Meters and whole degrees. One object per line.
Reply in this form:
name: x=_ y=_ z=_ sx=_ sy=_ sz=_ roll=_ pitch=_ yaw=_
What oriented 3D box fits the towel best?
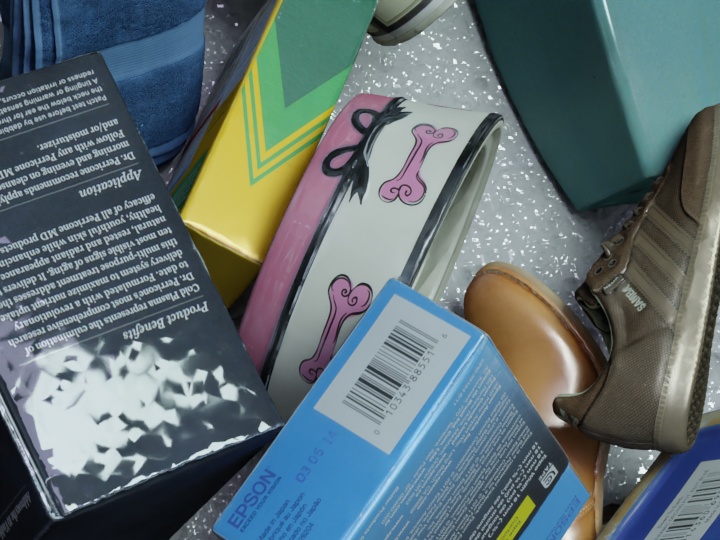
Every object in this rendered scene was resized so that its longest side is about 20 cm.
towel: x=-0.125 y=-0.126 z=1.277 sx=0.112 sy=0.200 sz=0.049 roll=-19 pitch=47 yaw=-27

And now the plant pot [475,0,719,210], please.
plant pot: x=0.155 y=-0.143 z=1.428 sx=0.141 sy=0.141 sz=0.200 roll=-8 pitch=82 yaw=-24

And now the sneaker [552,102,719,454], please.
sneaker: x=0.150 y=-0.003 z=1.316 sx=0.075 sy=0.070 sz=0.200 roll=7 pitch=62 yaw=15

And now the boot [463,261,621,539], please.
boot: x=0.062 y=0.106 z=1.327 sx=0.155 sy=0.077 sz=0.200 roll=-21 pitch=90 yaw=-30

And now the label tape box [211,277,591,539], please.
label tape box: x=0.024 y=0.114 z=1.208 sx=0.063 sy=0.200 sz=0.144 roll=30 pitch=77 yaw=29

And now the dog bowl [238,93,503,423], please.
dog bowl: x=0.000 y=0.000 z=1.281 sx=0.074 sy=0.200 sz=0.200 roll=23 pitch=61 yaw=6

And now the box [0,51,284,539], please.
box: x=-0.156 y=0.037 z=1.193 sx=0.124 sy=0.200 sz=0.197 roll=-20 pitch=78 yaw=-27

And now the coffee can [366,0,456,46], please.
coffee can: x=-0.024 y=-0.232 z=1.325 sx=0.200 sy=0.146 sz=0.146 roll=35 pitch=60 yaw=-19

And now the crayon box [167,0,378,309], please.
crayon box: x=-0.065 y=-0.046 z=1.305 sx=0.052 sy=0.126 sz=0.200 roll=28 pitch=62 yaw=-9

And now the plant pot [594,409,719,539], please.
plant pot: x=0.221 y=0.173 z=1.265 sx=0.180 sy=0.200 sz=0.200 roll=51 pitch=58 yaw=-15
